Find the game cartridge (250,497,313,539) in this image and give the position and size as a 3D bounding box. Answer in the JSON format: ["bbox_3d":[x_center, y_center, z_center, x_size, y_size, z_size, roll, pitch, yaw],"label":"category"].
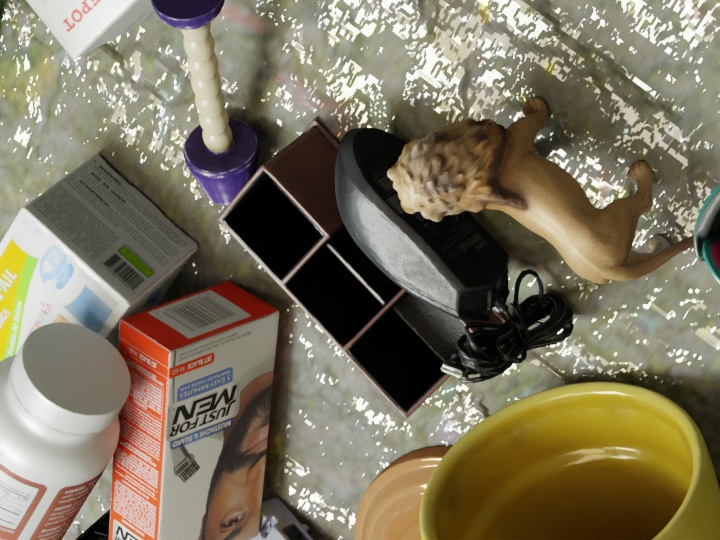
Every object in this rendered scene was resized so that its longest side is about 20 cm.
[{"bbox_3d":[-0.033,0.292,1.708,0.200,0.038,0.130,47,135,20],"label":"game cartridge"}]

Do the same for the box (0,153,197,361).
[{"bbox_3d":[-0.231,0.028,1.665,0.112,0.101,0.200,41,129,4],"label":"box"}]

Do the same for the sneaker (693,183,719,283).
[{"bbox_3d":[0.256,0.000,1.341,0.083,0.121,0.202,12,121,25],"label":"sneaker"}]

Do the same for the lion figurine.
[{"bbox_3d":[0.123,-0.042,1.399,0.199,0.122,0.073,27,126,15],"label":"lion figurine"}]

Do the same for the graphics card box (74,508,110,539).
[{"bbox_3d":[-0.198,0.266,1.711,0.050,0.200,0.127,10,119,26],"label":"graphics card box"}]

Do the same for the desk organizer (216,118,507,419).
[{"bbox_3d":[0.000,0.000,1.525,0.200,0.077,0.072,46,129,2],"label":"desk organizer"}]

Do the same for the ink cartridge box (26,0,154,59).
[{"bbox_3d":[-0.198,-0.272,1.494,0.146,0.086,0.201,-37,92,37],"label":"ink cartridge box"}]

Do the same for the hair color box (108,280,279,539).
[{"bbox_3d":[-0.126,0.122,1.632,0.064,0.110,0.202,29,125,36],"label":"hair color box"}]

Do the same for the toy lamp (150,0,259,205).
[{"bbox_3d":[-0.104,-0.121,1.503,0.058,0.058,0.201,21,148,20],"label":"toy lamp"}]

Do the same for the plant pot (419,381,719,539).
[{"bbox_3d":[0.162,0.211,1.480,0.199,0.201,0.190,-1,131,31],"label":"plant pot"}]

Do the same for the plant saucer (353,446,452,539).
[{"bbox_3d":[0.082,0.227,1.628,0.199,0.032,0.202,14,121,25],"label":"plant saucer"}]

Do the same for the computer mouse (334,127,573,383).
[{"bbox_3d":[0.045,-0.008,1.471,0.200,0.138,0.053,51,126,10],"label":"computer mouse"}]

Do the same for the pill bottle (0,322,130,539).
[{"bbox_3d":[-0.244,0.133,1.596,0.112,0.112,0.200,40,129,6],"label":"pill bottle"}]
